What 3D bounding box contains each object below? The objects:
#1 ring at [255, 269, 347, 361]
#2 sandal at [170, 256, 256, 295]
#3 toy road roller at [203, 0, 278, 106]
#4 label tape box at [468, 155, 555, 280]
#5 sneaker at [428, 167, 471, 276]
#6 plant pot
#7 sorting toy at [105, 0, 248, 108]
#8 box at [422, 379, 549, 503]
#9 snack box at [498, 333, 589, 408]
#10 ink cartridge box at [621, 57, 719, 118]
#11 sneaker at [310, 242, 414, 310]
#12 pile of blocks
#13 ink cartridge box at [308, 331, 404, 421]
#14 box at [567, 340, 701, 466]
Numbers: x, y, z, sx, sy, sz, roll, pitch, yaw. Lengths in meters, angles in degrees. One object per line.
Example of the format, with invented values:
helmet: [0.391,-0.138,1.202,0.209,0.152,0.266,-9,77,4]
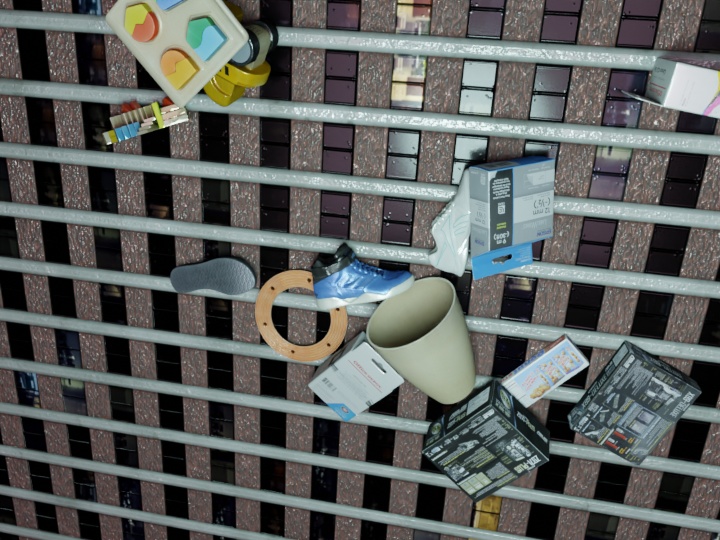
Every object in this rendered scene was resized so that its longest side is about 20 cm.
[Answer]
ring: [-0.121,0.094,1.278,0.196,0.019,0.205,3,109,9]
sandal: [-0.299,0.007,1.274,0.196,0.043,0.078,1,103,21]
toy road roller: [-0.251,-0.384,1.082,0.198,0.123,0.147,29,123,-1]
label tape box: [0.264,-0.087,1.081,0.141,0.066,0.204,-13,108,-23]
sneaker: [0.170,-0.089,1.132,0.079,0.071,0.204,13,112,9]
plant pot: [0.138,0.152,1.177,0.185,0.188,0.202,-25,117,18]
sorting toy: [-0.301,-0.389,0.999,0.199,0.037,0.186,-32,106,31]
box: [0.251,0.344,1.244,0.163,0.086,0.200,42,121,-6]
snack box: [0.348,0.213,1.228,0.199,0.024,0.072,-41,97,21]
ink cartridge box: [0.525,-0.284,0.969,0.196,0.117,0.069,13,113,5]
sneaker: [0.000,0.000,1.191,0.196,0.077,0.113,-11,103,10]
pile of blocks: [-0.414,-0.289,1.164,0.196,0.082,0.063,-12,107,15]
ink cartridge box: [-0.001,0.206,1.240,0.116,0.067,0.200,44,128,-6]
box: [0.524,0.259,1.197,0.156,0.050,0.202,28,112,0]
